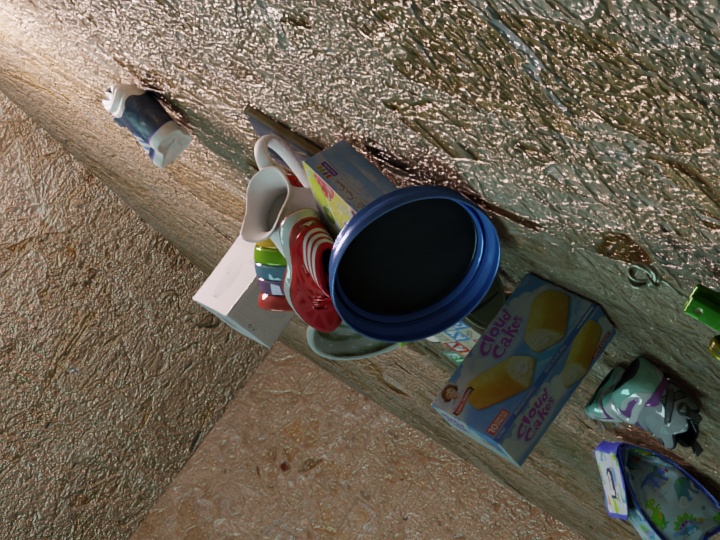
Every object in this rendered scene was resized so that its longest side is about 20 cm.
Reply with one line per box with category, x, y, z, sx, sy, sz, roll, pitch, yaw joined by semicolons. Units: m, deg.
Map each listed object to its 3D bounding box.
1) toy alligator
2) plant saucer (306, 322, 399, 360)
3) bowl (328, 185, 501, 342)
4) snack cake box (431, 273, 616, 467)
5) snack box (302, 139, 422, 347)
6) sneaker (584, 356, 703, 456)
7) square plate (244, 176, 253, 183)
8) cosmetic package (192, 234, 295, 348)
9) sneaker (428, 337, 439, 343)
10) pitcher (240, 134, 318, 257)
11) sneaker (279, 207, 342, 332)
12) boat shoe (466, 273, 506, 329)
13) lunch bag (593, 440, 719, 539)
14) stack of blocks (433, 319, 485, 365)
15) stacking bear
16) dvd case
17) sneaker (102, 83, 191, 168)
toy alligator;0.326;0.043;1.034;0.200;0.059;0.054;34;-150;17
plant saucer;0.016;0.054;1.667;0.200;0.200;0.050;53;-166;-58
bowl;0.058;-0.008;1.335;0.201;0.201;0.039;45;-169;-40
snack cake box;0.191;0.114;1.391;0.115;0.200;0.067;28;166;43
snack box;0.015;-0.033;1.440;0.169;0.068;0.200;47;161;47
sneaker;0.362;0.183;1.472;0.140;0.078;0.200;37;171;4
square plate;-0.075;-0.076;1.950;0.200;0.028;0.198;29;168;41
cosmetic package;-0.198;0.025;2.348;0.123;0.200;0.199;39;171;-27
sneaker;0.074;0.053;1.957;0.115;0.076;0.200;50;158;-21
pitcher;-0.066;-0.080;1.580;0.121;0.172;0.200;-23;146;34
sneaker;-0.046;0.028;1.481;0.116;0.078;0.200;54;167;45
boat shoe;0.109;-0.010;1.505;0.200;0.075;0.068;50;168;-14
lunch bag;0.447;0.342;1.828;0.200;0.127;0.170;49;174;6
stack of blocks;0.169;0.093;1.624;0.200;0.059;0.115;35;153;-28
stacking bear;-0.108;-0.046;1.802;0.121;0.200;0.114;6;-165;36
dvd case;-0.064;-0.143;1.632;0.200;0.016;0.149;33;169;21
sneaker;-0.367;-0.258;2.015;0.146;0.081;0.200;45;174;2
